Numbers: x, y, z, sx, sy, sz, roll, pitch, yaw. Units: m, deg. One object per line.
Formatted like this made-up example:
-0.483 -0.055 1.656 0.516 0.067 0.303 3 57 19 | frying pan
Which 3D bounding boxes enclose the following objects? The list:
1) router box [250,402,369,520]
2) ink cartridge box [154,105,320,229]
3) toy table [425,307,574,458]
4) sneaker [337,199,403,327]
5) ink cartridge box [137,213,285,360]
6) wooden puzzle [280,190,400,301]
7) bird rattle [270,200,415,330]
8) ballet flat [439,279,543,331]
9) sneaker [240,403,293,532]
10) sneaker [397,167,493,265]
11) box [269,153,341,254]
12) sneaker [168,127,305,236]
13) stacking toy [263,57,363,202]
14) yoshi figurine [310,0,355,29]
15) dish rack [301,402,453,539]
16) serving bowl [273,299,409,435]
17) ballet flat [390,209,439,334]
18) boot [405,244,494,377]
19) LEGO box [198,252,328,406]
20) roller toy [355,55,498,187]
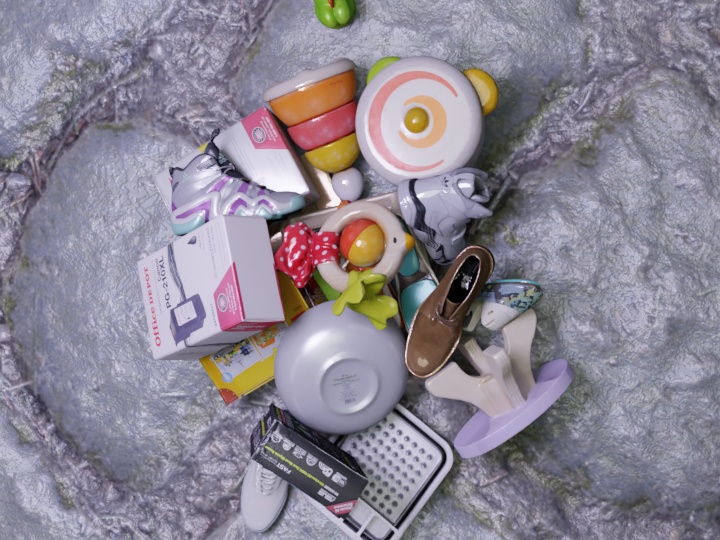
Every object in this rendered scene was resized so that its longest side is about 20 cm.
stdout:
-0.075 0.256 1.457 0.149 0.200 0.063 35 85 -4 | router box
-0.181 -0.122 1.572 0.198 0.083 0.147 -30 83 7 | ink cartridge box
0.191 0.153 1.492 0.199 0.183 0.118 -37 99 -19 | toy table
0.000 0.000 1.517 0.076 0.073 0.204 -17 98 9 | sneaker
-0.207 0.027 1.452 0.198 0.083 0.148 -24 73 40 | ink cartridge box
-0.005 -0.006 1.570 0.196 0.037 0.189 -14 100 8 | wooden puzzle
-0.014 -0.018 1.444 0.163 0.113 0.199 -48 54 -4 | bird rattle
0.173 0.053 1.499 0.198 0.073 0.076 -5 89 53 | ballet flat
-0.137 0.294 1.591 0.072 0.071 0.204 16 92 9 | sneaker
0.136 -0.075 1.481 0.113 0.200 0.076 -15 60 20 | sneaker
-0.114 -0.064 1.614 0.198 0.021 0.166 -28 86 9 | box
-0.179 -0.130 1.490 0.196 0.078 0.143 -8 88 9 | sneaker
-0.047 -0.194 1.557 0.144 0.146 0.204 -18 99 9 | stacking toy
-0.055 -0.441 1.580 0.112 0.111 0.204 -25 72 41 | yoshi figurine
0.026 0.295 1.578 0.171 0.044 0.201 37 96 9 | dish rack
-0.021 0.147 1.491 0.196 0.066 0.204 -4 112 -9 | serving bowl
0.080 0.011 1.519 0.068 0.069 0.204 -15 91 9 | ballet flat
0.112 0.058 1.444 0.073 0.075 0.202 29 104 9 | boot
-0.148 0.079 1.564 0.198 0.077 0.150 -31 95 18 | LEGO box
0.089 -0.205 1.520 0.196 0.140 0.186 13 92 9 | roller toy
